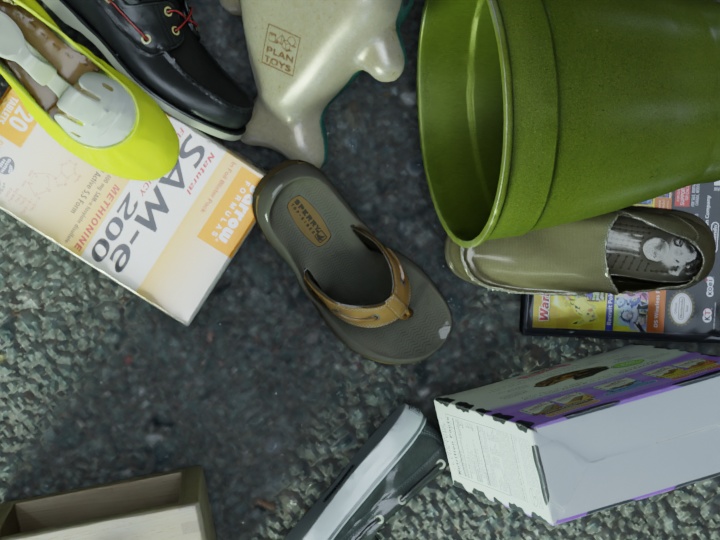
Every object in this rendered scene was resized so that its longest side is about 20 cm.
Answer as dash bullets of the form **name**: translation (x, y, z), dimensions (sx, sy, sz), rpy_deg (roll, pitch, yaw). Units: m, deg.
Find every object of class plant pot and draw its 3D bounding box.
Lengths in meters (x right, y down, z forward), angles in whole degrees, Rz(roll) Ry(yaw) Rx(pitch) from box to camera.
- **plant pot**: translation (0.159, -0.122, 1.547), dimensions (0.193, 0.200, 0.200), rpy_deg (-4, 95, -15)

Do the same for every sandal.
- **sandal**: translation (0.000, 0.000, 1.597), dimensions (0.082, 0.055, 0.200), rpy_deg (-44, 122, -10)

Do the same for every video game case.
- **video game case**: translation (0.213, -0.048, 1.652), dimensions (0.181, 0.026, 0.200), rpy_deg (3, 95, -4)

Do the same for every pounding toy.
- **pounding toy**: translation (-0.189, 0.237, 1.561), dimensions (0.184, 0.200, 0.142), rpy_deg (-11, 95, -2)

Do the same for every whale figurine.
- **whale figurine**: translation (-0.027, -0.175, 1.600), dimensions (0.159, 0.104, 0.200), rpy_deg (24, 116, 24)

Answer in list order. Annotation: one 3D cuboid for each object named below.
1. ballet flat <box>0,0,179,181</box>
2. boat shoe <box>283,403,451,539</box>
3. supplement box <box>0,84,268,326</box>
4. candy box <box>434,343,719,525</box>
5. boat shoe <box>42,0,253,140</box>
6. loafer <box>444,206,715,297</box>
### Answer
- **ballet flat**: translation (-0.209, -0.131, 1.526), dimensions (0.200, 0.067, 0.067), rpy_deg (42, 93, -4)
- **boat shoe**: translation (-0.008, 0.189, 1.636), dimensions (0.057, 0.069, 0.200), rpy_deg (40, 89, -6)
- **supplement box**: translation (-0.174, -0.066, 1.602), dimensions (0.200, 0.074, 0.126), rpy_deg (32, 92, -5)
- **candy box**: translation (0.165, 0.110, 1.558), dimensions (0.168, 0.200, 0.072), rpy_deg (-15, 96, -16)
- **boat shoe**: translation (-0.151, -0.173, 1.585), dimensions (0.201, 0.074, 0.063), rpy_deg (43, 111, 4)
- **loafer**: translation (0.161, -0.019, 1.605), dimensions (0.200, 0.067, 0.076), rpy_deg (-2, 95, -3)
